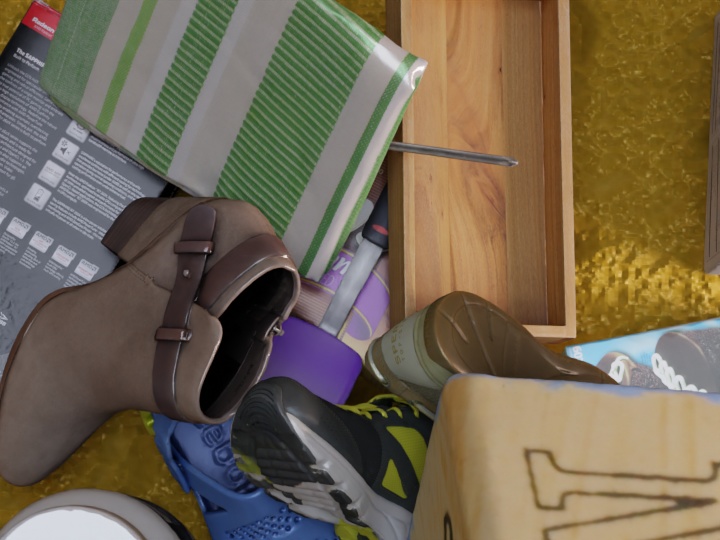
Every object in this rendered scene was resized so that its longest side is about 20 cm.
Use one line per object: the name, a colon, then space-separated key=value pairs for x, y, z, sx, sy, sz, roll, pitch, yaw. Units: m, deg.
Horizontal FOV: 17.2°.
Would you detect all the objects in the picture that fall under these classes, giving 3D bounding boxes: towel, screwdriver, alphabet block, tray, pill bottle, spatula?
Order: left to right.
pill bottle: x=-0.141 y=0.174 z=1.261 sx=0.115 sy=0.200 sz=0.118 roll=0 pitch=84 yaw=0
towel: x=-0.073 y=-0.105 z=1.283 sx=0.199 sy=0.023 sz=0.153 roll=34 pitch=122 yaw=12
screwdriver: x=-0.003 y=-0.070 z=1.291 sx=0.198 sy=0.029 sz=0.028 roll=10 pitch=87 yaw=24
spatula: x=0.000 y=0.000 z=1.315 sx=0.056 sy=0.021 sz=0.201 roll=29 pitch=80 yaw=2
tray: x=0.065 y=-0.062 z=1.311 sx=0.098 sy=0.037 sz=0.202 roll=2 pitch=81 yaw=-16
alphabet block: x=0.128 y=0.191 z=1.175 sx=0.194 sy=0.201 sz=0.197 roll=3 pitch=126 yaw=-9

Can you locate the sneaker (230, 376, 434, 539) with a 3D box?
sneaker: x=0.001 y=0.097 z=1.272 sx=0.074 sy=0.200 sz=0.085 roll=9 pitch=66 yaw=36

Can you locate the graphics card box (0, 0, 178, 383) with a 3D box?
graphics card box: x=-0.183 y=-0.037 z=1.362 sx=0.125 sy=0.051 sz=0.201 roll=30 pitch=83 yaw=3

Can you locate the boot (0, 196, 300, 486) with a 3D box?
boot: x=-0.114 y=0.049 z=1.271 sx=0.070 sy=0.146 sz=0.201 roll=24 pitch=94 yaw=-40

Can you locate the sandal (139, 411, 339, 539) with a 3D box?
sandal: x=-0.060 y=0.127 z=1.325 sx=0.079 sy=0.087 sz=0.200 roll=-38 pitch=86 yaw=-6

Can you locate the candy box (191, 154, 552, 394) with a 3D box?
candy box: x=0.005 y=-0.011 z=1.356 sx=0.199 sy=0.056 sz=0.117 roll=37 pitch=83 yaw=3

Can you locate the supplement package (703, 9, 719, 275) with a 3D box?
supplement package: x=0.301 y=-0.073 z=1.337 sx=0.198 sy=0.111 sz=0.157 roll=3 pitch=83 yaw=1

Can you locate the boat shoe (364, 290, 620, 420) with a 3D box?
boat shoe: x=0.091 y=0.084 z=1.282 sx=0.200 sy=0.063 sz=0.074 roll=34 pitch=48 yaw=-31

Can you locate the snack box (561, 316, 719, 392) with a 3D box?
snack box: x=0.188 y=0.132 z=1.348 sx=0.115 sy=0.037 sz=0.202 roll=-11 pitch=83 yaw=-1
